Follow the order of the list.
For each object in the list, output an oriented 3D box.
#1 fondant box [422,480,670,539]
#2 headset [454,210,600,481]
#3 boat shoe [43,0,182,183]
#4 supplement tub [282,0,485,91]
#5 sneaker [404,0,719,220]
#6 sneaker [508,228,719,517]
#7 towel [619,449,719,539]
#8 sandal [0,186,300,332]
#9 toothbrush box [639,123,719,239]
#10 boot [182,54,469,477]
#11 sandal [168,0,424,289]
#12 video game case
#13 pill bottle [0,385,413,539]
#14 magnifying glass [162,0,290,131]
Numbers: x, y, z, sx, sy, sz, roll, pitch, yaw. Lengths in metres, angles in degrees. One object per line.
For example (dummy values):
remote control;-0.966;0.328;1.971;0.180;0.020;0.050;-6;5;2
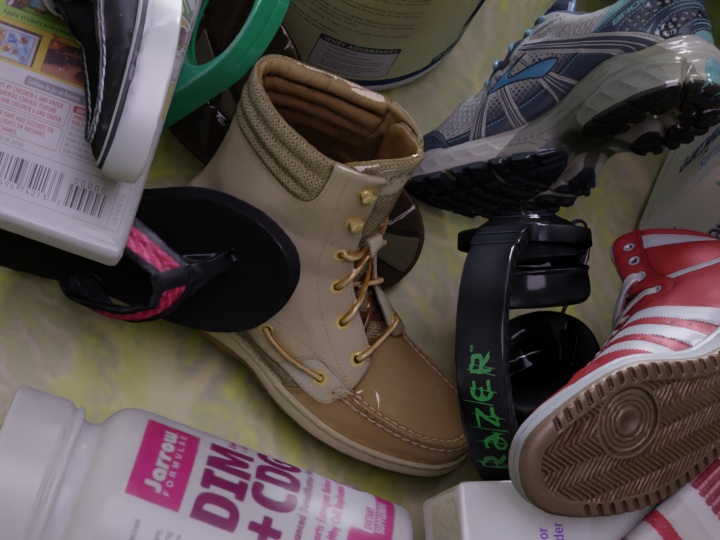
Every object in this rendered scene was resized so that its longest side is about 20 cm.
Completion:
fondant box;0.133;0.172;0.945;0.198;0.058;0.146;1;75;-16
headset;0.073;0.026;1.008;0.093;0.200;0.125;-2;112;21
boat shoe;-0.117;-0.137;0.927;0.067;0.072;0.202;8;72;-16
supplement tub;0.013;-0.190;1.043;0.144;0.200;0.146;4;73;-12
sneaker;0.102;-0.089;1.054;0.077;0.199;0.087;24;55;-44
sneaker;0.127;0.043;0.956;0.199;0.112;0.072;-26;118;-26
towel;0.204;0.142;0.934;0.200;0.023;0.144;-37;86;-25
sandal;-0.124;-0.007;0.993;0.198;0.076;0.045;12;30;19
toothbrush box;0.265;-0.022;1.074;0.199;0.146;0.086;27;68;-3
boot;0.000;0.000;1.003;0.200;0.156;0.073;39;42;3
sandal;-0.042;-0.075;1.073;0.082;0.055;0.200;-44;102;4
video game case;-0.180;-0.119;0.955;0.199;0.023;0.183;19;72;-11
pill bottle;-0.084;0.133;0.967;0.199;0.113;0.114;21;70;-7
magnifying glass;-0.100;-0.087;1.011;0.022;0.200;0.080;25;27;-34
